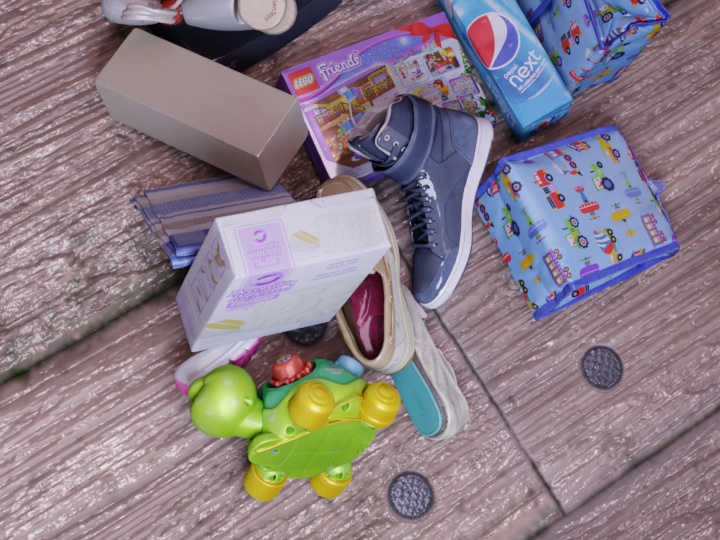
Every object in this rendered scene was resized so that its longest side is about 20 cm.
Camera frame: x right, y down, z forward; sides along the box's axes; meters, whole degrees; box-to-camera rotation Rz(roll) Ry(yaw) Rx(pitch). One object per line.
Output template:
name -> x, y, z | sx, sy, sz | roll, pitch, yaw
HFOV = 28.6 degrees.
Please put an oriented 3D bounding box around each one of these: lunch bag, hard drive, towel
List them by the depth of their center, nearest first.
towel -> -0.132, -0.051, 1.345 | 0.145, 0.200, 0.024 | -12, 112, -16
lunch bag -> 0.241, -0.063, 1.470 | 0.198, 0.094, 0.152 | -21, 77, -27
hard drive -> -0.127, -0.289, 1.483 | 0.199, 0.042, 0.135 | -35, 83, -19
lunch bag -> 0.222, -0.306, 1.505 | 0.093, 0.151, 0.202 | -24, 79, -17

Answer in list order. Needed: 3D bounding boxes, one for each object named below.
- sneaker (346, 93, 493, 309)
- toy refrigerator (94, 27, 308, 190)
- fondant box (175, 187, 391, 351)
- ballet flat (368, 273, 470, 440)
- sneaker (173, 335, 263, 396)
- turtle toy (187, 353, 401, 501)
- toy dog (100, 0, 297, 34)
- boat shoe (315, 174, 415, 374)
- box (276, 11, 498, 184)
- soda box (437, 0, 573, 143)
sneaker -> 0.046, -0.074, 1.405 | 0.145, 0.077, 0.205 | 17, 80, -32
toy refrigerator -> -0.156, -0.158, 1.393 | 0.198, 0.070, 0.076 | 25, 67, 20
fondant box -> -0.073, 0.003, 1.243 | 0.143, 0.200, 0.059 | -12, 72, -22
ballet flat -> 0.048, 0.074, 1.410 | 0.062, 0.067, 0.202 | -16, 79, -46
sneaker -> -0.124, 0.035, 1.372 | 0.088, 0.081, 0.200 | 38, 61, 3
turtle toy -> -0.065, 0.134, 1.310 | 0.198, 0.146, 0.102 | 5, 44, -35
toy dog -> -0.152, -0.289, 1.399 | 0.197, 0.132, 0.098 | 1, 96, -20
boat shoe -> 0.000, 0.000, 1.353 | 0.073, 0.066, 0.202 | -24, 78, 18
box -> 0.028, -0.176, 1.484 | 0.198, 0.039, 0.138 | -22, 80, -17
soda box -> 0.149, -0.243, 1.508 | 0.064, 0.068, 0.201 | -29, 81, -2
